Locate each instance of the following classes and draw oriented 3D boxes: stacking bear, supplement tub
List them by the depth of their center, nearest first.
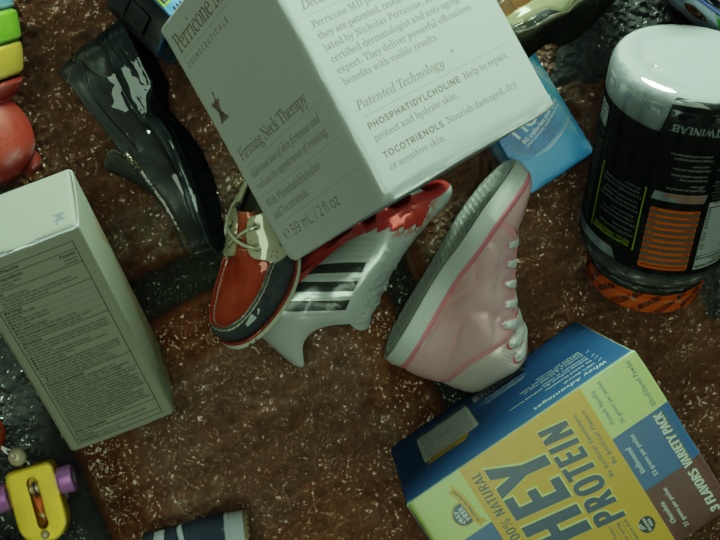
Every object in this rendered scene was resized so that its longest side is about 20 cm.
[{"bbox_3d":[0.236,-0.075,0.994,0.120,0.123,0.202,3,129,-2],"label":"supplement tub"},{"bbox_3d":[-0.314,-0.164,1.011,0.121,0.113,0.203,-26,108,-35],"label":"stacking bear"}]

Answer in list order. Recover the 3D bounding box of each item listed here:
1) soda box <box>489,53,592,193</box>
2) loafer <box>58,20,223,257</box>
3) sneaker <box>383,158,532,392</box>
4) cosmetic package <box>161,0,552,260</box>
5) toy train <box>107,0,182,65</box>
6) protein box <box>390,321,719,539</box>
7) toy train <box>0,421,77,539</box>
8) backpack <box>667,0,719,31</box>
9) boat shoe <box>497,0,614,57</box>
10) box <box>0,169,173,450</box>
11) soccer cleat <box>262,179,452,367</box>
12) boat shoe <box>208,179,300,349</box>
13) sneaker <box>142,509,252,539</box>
[{"bbox_3d":[0.106,-0.163,1.046,0.064,0.068,0.201,-33,94,0],"label":"soda box"},{"bbox_3d":[-0.173,-0.097,1.044,0.072,0.073,0.202,-26,85,8],"label":"loafer"},{"bbox_3d":[0.108,0.013,1.039,0.104,0.076,0.202,28,114,-6],"label":"sneaker"},{"bbox_3d":[-0.006,-0.146,0.921,0.165,0.167,0.202,-31,91,-30],"label":"cosmetic package"},{"bbox_3d":[-0.173,-0.264,1.006,0.200,0.087,0.114,45,61,-4],"label":"toy train"},{"bbox_3d":[0.143,0.158,1.000,0.197,0.200,0.136,-34,94,0],"label":"protein box"},{"bbox_3d":[-0.311,0.203,1.062,0.148,0.056,0.203,11,90,-1],"label":"toy train"},{"bbox_3d":[0.333,-0.242,1.009,0.190,0.154,0.200,43,97,4],"label":"backpack"},{"bbox_3d":[0.144,-0.218,0.992,0.074,0.199,0.076,51,129,8],"label":"boat shoe"},{"bbox_3d":[-0.222,0.034,0.991,0.094,0.078,0.202,-19,129,-2],"label":"box"},{"bbox_3d":[0.000,0.000,1.057,0.199,0.069,0.086,-35,103,3],"label":"soccer cleat"},{"bbox_3d":[-0.076,-0.038,1.020,0.070,0.063,0.202,13,72,31],"label":"boat shoe"},{"bbox_3d":[-0.133,0.305,1.063,0.107,0.070,0.203,-6,87,-7],"label":"sneaker"}]
